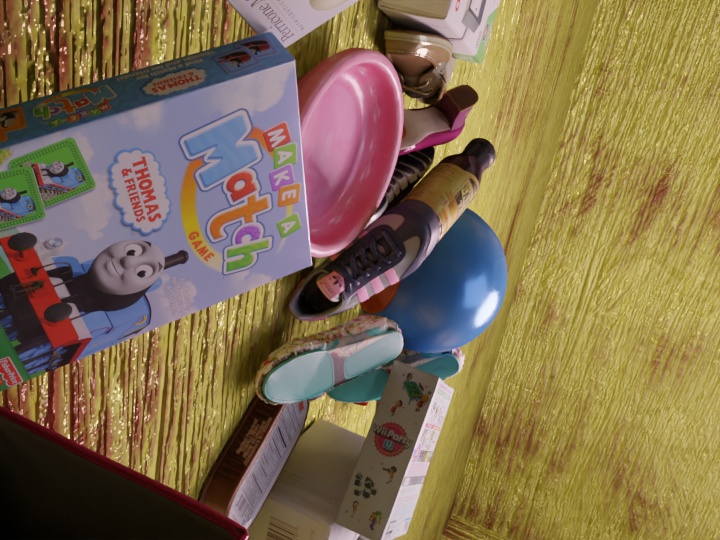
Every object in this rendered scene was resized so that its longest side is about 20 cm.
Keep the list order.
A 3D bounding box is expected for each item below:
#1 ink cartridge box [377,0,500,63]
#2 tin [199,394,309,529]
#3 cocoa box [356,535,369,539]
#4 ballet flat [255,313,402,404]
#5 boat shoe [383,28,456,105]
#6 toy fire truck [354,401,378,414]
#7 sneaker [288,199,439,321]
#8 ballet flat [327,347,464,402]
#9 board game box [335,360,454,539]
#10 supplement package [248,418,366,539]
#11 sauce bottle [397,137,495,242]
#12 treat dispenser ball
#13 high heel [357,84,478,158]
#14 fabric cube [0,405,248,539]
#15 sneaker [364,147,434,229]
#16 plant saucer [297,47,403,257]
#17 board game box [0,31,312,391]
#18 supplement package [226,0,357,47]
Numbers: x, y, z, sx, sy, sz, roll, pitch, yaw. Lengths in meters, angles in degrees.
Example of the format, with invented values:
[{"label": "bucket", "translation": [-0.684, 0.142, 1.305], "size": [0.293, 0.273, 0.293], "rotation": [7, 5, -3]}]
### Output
[{"label": "ink cartridge box", "translation": [0.104, -0.337, 0.859], "size": [0.200, 0.084, 0.146], "rotation": [-7, 114, -70]}, {"label": "tin", "translation": [-0.115, 0.210, 0.847], "size": [0.112, 0.042, 0.200], "rotation": [89, 26, -57]}, {"label": "cocoa box", "translation": [-0.015, 0.378, 1.155], "size": [0.200, 0.133, 0.132], "rotation": [-40, 145, -58]}, {"label": "ballet flat", "translation": [-0.041, 0.097, 0.838], "size": [0.199, 0.064, 0.076], "rotation": [-12, 118, -37]}, {"label": "boat shoe", "translation": [0.072, -0.236, 0.886], "size": [0.200, 0.074, 0.067], "rotation": [-9, 111, -70]}, {"label": "toy fire truck", "translation": [0.057, 0.126, 1.182], "size": [0.168, 0.112, 0.201], "rotation": [-77, 178, -61]}, {"label": "sneaker", "translation": [0.000, 0.000, 0.796], "size": [0.200, 0.070, 0.082], "rotation": [-41, 174, 38]}, {"label": "ballet flat", "translation": [0.047, 0.138, 1.055], "size": [0.064, 0.199, 0.076], "rotation": [-96, 174, -63]}, {"label": "board game box", "translation": [0.049, 0.225, 0.932], "size": [0.148, 0.064, 0.201], "rotation": [47, 63, -70]}, {"label": "supplement package", "translation": [-0.057, 0.302, 0.981], "size": [0.200, 0.117, 0.117], "rotation": [-34, 139, -63]}, {"label": "sauce bottle", "translation": [0.107, -0.099, 0.901], "size": [0.200, 0.066, 0.066], "rotation": [-48, 152, -39]}, {"label": "treat dispenser ball", "translation": [0.092, 0.007, 0.983], "size": [0.201, 0.200, 0.202], "rotation": [19, 90, -72]}, {"label": "high heel", "translation": [0.047, -0.152, 0.874], "size": [0.199, 0.068, 0.096], "rotation": [-21, 165, -27]}, {"label": "fabric cube", "translation": [-0.191, 0.223, 0.375], "size": [0.200, 0.196, 0.200], "rotation": [-47, 153, -53]}, {"label": "sneaker", "translation": [0.017, -0.083, 0.910], "size": [0.200, 0.076, 0.116], "rotation": [-46, 161, -43]}, {"label": "plant saucer", "translation": [-0.028, -0.114, 0.718], "size": [0.201, 0.051, 0.201], "rotation": [-45, 147, -40]}, {"label": "board game box", "translation": [-0.125, -0.028, 0.404], "size": [0.199, 0.037, 0.152], "rotation": [-24, 141, -20]}, {"label": "supplement package", "translation": [-0.014, -0.240, 0.348], "size": [0.200, 0.151, 0.152], "rotation": [-29, 166, 10]}]
